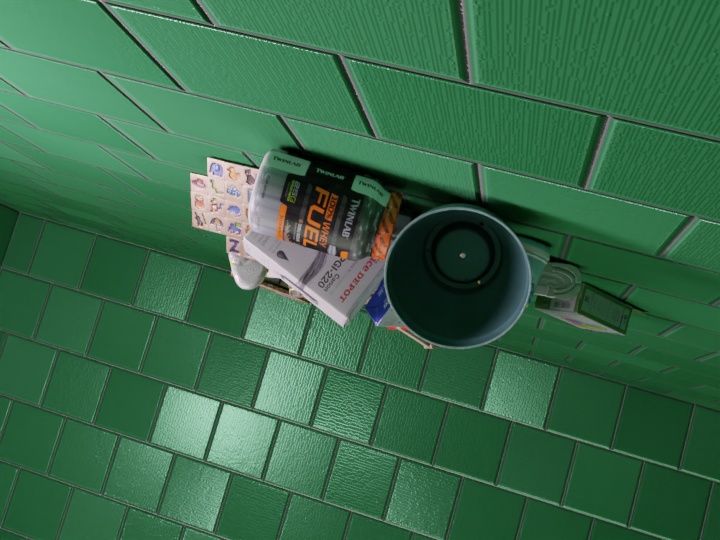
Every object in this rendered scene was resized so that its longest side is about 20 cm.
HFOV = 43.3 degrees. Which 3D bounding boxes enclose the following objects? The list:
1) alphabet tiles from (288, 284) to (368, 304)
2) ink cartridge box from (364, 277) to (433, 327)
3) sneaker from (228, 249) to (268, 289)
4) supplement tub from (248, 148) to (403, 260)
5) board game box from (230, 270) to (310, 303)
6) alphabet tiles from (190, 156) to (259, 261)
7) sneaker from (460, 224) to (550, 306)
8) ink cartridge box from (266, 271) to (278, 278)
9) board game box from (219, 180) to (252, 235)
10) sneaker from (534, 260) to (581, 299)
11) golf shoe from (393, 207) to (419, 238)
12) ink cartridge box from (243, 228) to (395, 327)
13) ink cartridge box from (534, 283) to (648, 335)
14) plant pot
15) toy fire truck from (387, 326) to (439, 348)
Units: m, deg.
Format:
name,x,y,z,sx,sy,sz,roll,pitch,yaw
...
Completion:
name,x,y,z,sx,sy,sz,roll,pitch,yaw
alphabet tiles,-0.024,0.017,1.506,0.194,0.015,0.200,-1,158,-1
ink cartridge box,0.109,0.043,1.422,0.199,0.094,0.044,5,-141,-44
sneaker,-0.192,-0.034,1.614,0.075,0.201,0.105,2,145,-4
supplement tub,-0.048,-0.087,1.269,0.198,0.123,0.123,16,173,2
board game box,-0.163,-0.032,1.878,0.046,0.153,0.199,10,170,42
alphabet tiles,-0.193,-0.096,1.496,0.199,0.168,0.008,15,-149,19
sneaker,0.180,0.001,1.389,0.198,0.132,0.080,15,175,14
ink cartridge box,-0.097,-0.042,1.681,0.145,0.085,0.200,-16,-171,-26
board game box,-0.139,-0.086,1.513,0.199,0.102,0.048,19,-144,17
sneaker,0.258,0.002,1.486,0.199,0.077,0.080,19,-178,-8
golf shoe,0.060,-0.052,1.452,0.077,0.089,0.200,15,172,28
ink cartridge box,-0.056,-0.033,1.369,0.200,0.146,0.085,37,168,3
ink cartridge box,0.430,0.076,1.684,0.199,0.060,0.104,22,172,-35
plant pot,0.141,-0.007,1.284,0.199,0.202,0.134,16,-161,5
toy fire truck,0.127,0.081,1.536,0.049,0.142,0.200,-5,136,46
